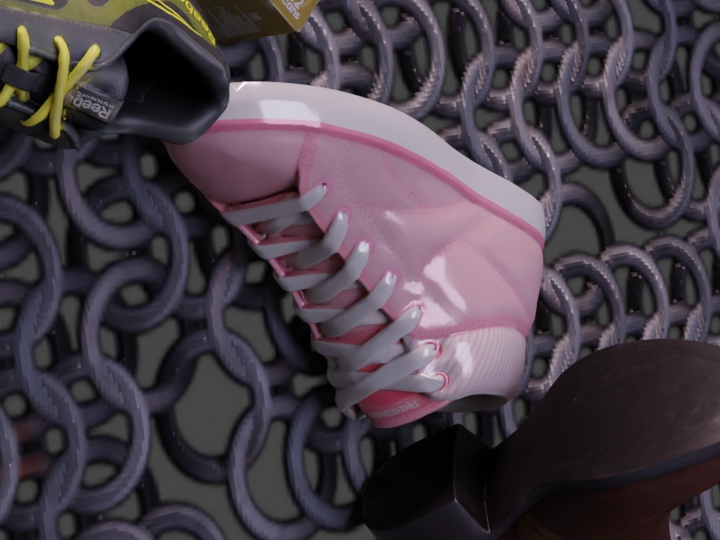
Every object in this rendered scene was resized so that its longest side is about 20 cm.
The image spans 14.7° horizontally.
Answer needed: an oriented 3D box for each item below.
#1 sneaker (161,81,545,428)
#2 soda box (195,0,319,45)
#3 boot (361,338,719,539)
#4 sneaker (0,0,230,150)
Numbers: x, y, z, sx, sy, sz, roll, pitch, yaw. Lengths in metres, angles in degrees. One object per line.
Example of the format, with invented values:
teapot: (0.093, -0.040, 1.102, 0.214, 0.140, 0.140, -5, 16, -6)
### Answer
sneaker: (0.000, 0.000, 1.076, 0.200, 0.075, 0.105, 24, 65, -45)
soda box: (-0.085, -0.174, 1.015, 0.200, 0.064, 0.068, 49, 56, -31)
boot: (0.129, 0.123, 1.120, 0.200, 0.188, 0.069, 43, 33, -32)
sneaker: (-0.120, -0.085, 0.942, 0.200, 0.085, 0.075, -4, 131, -45)
